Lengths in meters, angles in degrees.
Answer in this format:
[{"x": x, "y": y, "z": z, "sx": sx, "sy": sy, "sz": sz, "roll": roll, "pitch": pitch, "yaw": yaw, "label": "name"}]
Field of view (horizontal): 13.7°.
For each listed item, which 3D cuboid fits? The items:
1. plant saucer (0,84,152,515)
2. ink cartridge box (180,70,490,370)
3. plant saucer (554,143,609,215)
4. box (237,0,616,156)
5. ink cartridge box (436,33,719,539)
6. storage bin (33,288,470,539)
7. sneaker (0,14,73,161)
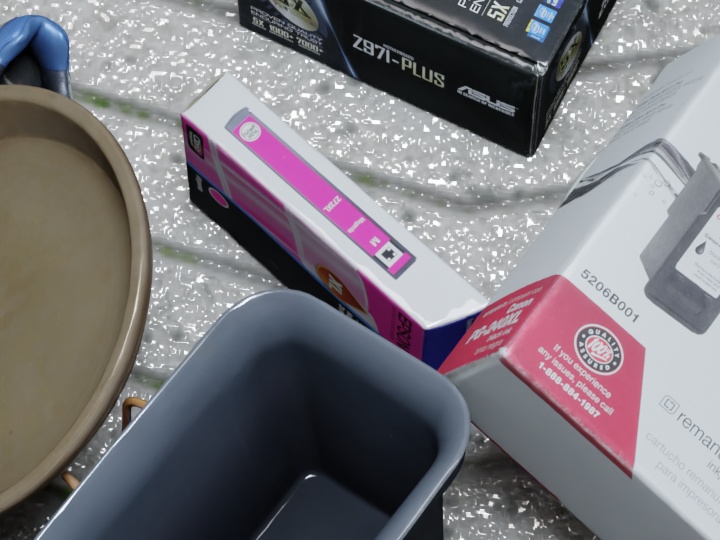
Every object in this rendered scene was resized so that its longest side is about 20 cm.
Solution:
[{"x": -0.166, "y": 0.018, "z": 1.287, "sx": 0.199, "sy": 0.029, "sz": 0.201, "roll": -13, "pitch": 66, "yaw": 30, "label": "plant saucer"}, {"x": 0.000, "y": 0.000, "z": 1.354, "sx": 0.200, "sy": 0.095, "sz": 0.037, "roll": 39, "pitch": 71, "yaw": 16, "label": "ink cartridge box"}, {"x": 0.169, "y": 0.026, "z": 1.354, "sx": 0.199, "sy": 0.050, "sz": 0.201, "roll": 5, "pitch": 72, "yaw": -15, "label": "plant saucer"}, {"x": 0.056, "y": -0.184, "z": 1.443, "sx": 0.163, "sy": 0.086, "sz": 0.200, "roll": 26, "pitch": 68, "yaw": 11, "label": "box"}, {"x": 0.150, "y": 0.015, "z": 1.274, "sx": 0.145, "sy": 0.083, "sz": 0.200, "roll": 41, "pitch": 67, "yaw": -7, "label": "ink cartridge box"}, {"x": -0.052, "y": 0.128, "z": 1.271, "sx": 0.145, "sy": 0.134, "sz": 0.200, "roll": 31, "pitch": 68, "yaw": 22, "label": "storage bin"}, {"x": -0.157, "y": -0.028, "z": 1.357, "sx": 0.077, "sy": 0.085, "sz": 0.201, "roll": 9, "pitch": 61, "yaw": -37, "label": "sneaker"}]
